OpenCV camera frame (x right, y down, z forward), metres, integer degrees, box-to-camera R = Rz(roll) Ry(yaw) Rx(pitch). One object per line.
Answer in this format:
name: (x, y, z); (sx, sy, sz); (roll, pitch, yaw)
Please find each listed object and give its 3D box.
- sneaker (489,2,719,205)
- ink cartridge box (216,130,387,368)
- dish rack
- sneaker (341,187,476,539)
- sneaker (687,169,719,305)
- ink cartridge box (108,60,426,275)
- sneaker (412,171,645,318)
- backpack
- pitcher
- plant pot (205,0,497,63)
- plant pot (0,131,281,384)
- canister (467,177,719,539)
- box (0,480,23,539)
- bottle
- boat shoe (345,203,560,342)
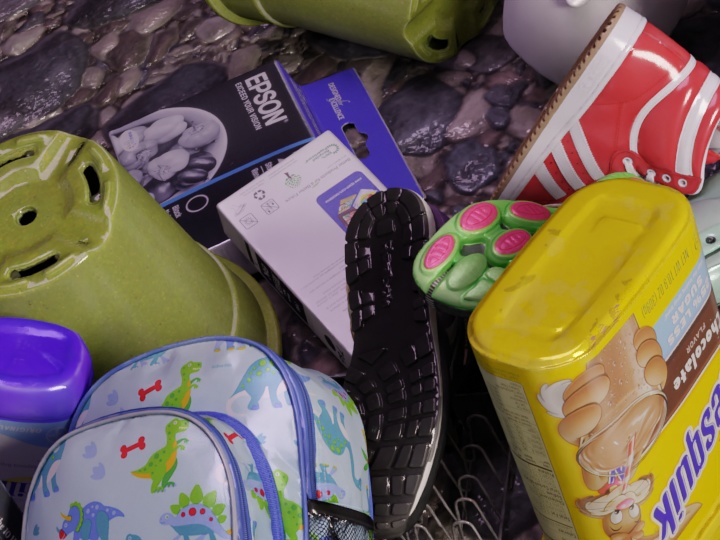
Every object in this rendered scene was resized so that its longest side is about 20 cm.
sneaker: (0.164, -0.071, 1.215); (0.112, 0.200, 0.071); (32, 48, -1)
ink cartridge box: (0.000, 0.000, 1.246); (0.099, 0.039, 0.200); (-33, 57, -14)
dish rack: (0.013, 0.145, 1.089); (0.153, 0.055, 0.200); (-8, 42, 19)
sneaker: (0.040, 0.058, 1.078); (0.076, 0.088, 0.200); (-8, 67, 37)
sneaker: (0.256, 0.001, 1.118); (0.118, 0.074, 0.200); (-36, 31, -26)
ink cartridge box: (-0.074, -0.079, 1.394); (0.200, 0.043, 0.198); (-23, 39, -3)
sneaker: (0.106, 0.002, 1.076); (0.200, 0.084, 0.077); (-12, 52, -43)
backpack: (-0.084, 0.138, 1.001); (0.183, 0.147, 0.200); (-12, 67, 28)
pitcher: (0.177, -0.220, 1.297); (0.121, 0.200, 0.172); (39, 27, 10)
plant pot: (0.006, -0.249, 1.459); (0.190, 0.200, 0.200); (30, 61, 30)
plant pot: (-0.172, 0.016, 1.177); (0.200, 0.190, 0.200); (-9, 53, 12)
canister: (0.139, 0.069, 0.998); (0.086, 0.200, 0.149); (16, 53, 39)
box: (-0.256, 0.223, 1.013); (0.124, 0.200, 0.197); (6, 47, 32)
bottle: (-0.202, 0.119, 1.105); (0.083, 0.200, 0.065); (8, 40, -4)
boat shoe: (0.088, 0.000, 1.170); (0.200, 0.063, 0.073); (-15, 54, -5)
